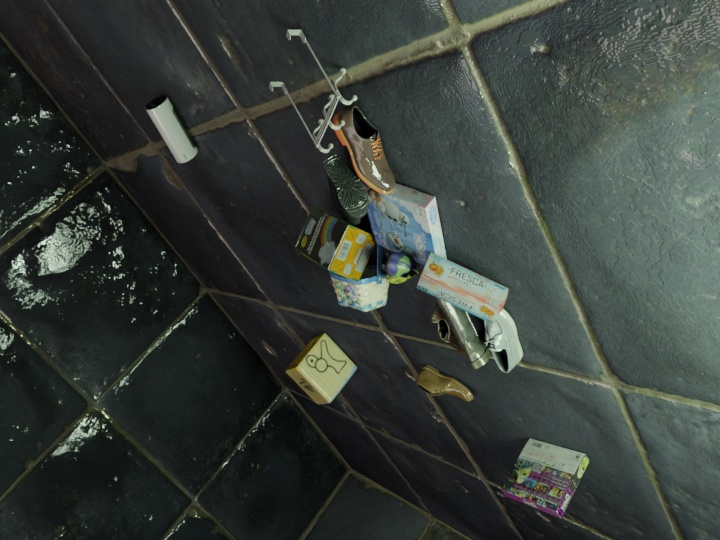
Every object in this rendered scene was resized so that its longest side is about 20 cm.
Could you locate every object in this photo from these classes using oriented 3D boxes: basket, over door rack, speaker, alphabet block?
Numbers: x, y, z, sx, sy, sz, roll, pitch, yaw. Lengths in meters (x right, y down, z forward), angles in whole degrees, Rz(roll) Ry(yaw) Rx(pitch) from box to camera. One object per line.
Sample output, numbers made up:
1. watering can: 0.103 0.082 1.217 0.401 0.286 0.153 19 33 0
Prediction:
1. basket: 0.000 0.000 1.563 0.174 0.136 0.208 10 105 49
2. over door rack: -0.093 -0.368 1.174 0.202 0.066 0.149 52 141 13
3. speaker: -0.602 -0.449 1.832 0.080 0.081 0.203 20 146 40
4. alphabet block: -0.162 0.404 2.351 0.200 0.196 0.196 46 153 -6

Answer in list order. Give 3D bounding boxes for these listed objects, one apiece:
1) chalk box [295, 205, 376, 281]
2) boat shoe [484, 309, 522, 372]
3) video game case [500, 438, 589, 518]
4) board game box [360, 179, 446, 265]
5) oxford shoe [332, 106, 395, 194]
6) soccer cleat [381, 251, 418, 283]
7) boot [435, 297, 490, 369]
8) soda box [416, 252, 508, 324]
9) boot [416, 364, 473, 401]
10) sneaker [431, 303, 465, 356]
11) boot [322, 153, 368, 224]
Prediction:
1. chalk box: -0.077 -0.077 1.493 0.122 0.128 0.198 21 -172 -46
2. boat shoe: 0.332 0.165 1.368 0.069 0.072 0.204 12 140 48
3. video game case: 0.509 0.568 1.592 0.036 0.182 0.198 50 154 -20
4. board game box: 0.099 -0.111 1.330 0.195 0.044 0.203 25 150 35
5. oxford shoe: 0.018 -0.250 1.209 0.202 0.071 0.072 53 150 -17
6. soccer cleat: 0.105 0.003 1.416 0.081 0.067 0.200 19 174 14
7. boot: 0.250 0.128 1.424 0.203 0.072 0.182 56 -172 2
8. soda box: 0.228 0.040 1.291 0.195 0.065 0.069 26 149 8
9. boot: 0.260 0.370 1.794 0.196 0.076 0.075 21 146 38
10. sneaker: 0.236 0.167 1.513 0.069 0.076 0.203 8 137 50
11. boot: -0.026 -0.156 1.349 0.201 0.064 0.168 85 160 -69
